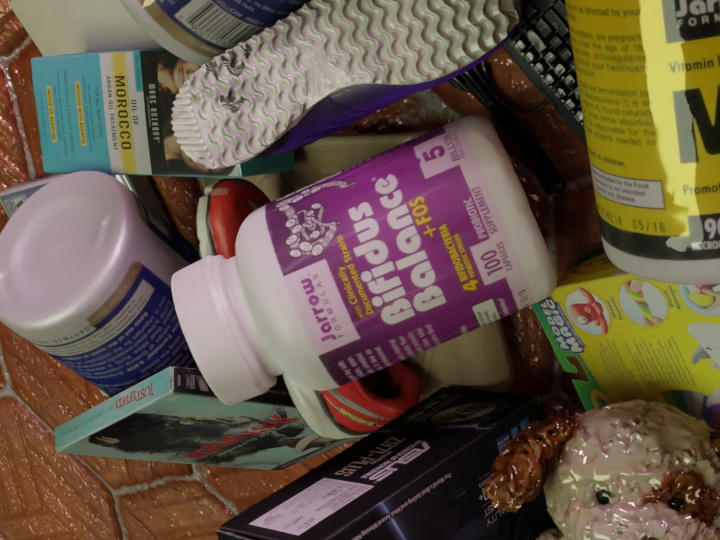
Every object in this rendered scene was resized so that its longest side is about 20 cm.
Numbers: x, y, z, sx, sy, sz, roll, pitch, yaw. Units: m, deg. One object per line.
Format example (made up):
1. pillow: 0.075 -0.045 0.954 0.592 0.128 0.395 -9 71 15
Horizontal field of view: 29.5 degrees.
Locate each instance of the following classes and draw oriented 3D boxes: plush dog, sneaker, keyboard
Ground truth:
1. plush dog: 0.157 0.155 0.756 0.199 0.161 0.173 2 105 8
2. sneaker: -0.025 0.018 0.865 0.085 0.077 0.200 -17 117 38
3. sneaker: -0.004 -0.119 0.767 0.199 0.099 0.070 -21 89 14
4. keyboard: 0.110 -0.100 0.750 0.200 0.021 0.127 51 139 3

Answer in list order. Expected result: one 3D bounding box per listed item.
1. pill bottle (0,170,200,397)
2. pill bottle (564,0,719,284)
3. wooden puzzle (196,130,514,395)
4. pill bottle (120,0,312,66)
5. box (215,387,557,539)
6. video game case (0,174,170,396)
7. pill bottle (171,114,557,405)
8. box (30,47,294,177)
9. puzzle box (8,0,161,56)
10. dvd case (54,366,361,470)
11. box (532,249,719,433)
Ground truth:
1. pill bottle: -0.151 0.031 0.953 0.119 0.120 0.200 12 158 37
2. pill bottle: 0.154 -0.105 0.629 0.114 0.114 0.201 5 118 40
3. wooden puzzle: -0.001 -0.008 0.904 0.199 0.046 0.186 0 118 37
4. pill bottle: -0.037 -0.204 0.727 0.200 0.111 0.111 -31 95 33
5. box: 0.034 0.184 0.811 0.086 0.200 0.165 0 110 48
6. video game case: -0.198 0.011 1.113 0.182 0.023 0.201 -9 111 46
7. pill bottle: 0.000 0.000 0.770 0.199 0.112 0.113 -24 105 5
8. box: -0.133 -0.104 0.895 0.199 0.049 0.083 4 103 41
9. puzzle box: -0.157 -0.175 0.940 0.200 0.025 0.133 -26 98 49
10. dvd case: -0.090 0.107 0.957 0.146 0.199 0.022 -27 62 41
11. box: 0.193 0.038 0.752 0.199 0.048 0.118 -14 109 45
